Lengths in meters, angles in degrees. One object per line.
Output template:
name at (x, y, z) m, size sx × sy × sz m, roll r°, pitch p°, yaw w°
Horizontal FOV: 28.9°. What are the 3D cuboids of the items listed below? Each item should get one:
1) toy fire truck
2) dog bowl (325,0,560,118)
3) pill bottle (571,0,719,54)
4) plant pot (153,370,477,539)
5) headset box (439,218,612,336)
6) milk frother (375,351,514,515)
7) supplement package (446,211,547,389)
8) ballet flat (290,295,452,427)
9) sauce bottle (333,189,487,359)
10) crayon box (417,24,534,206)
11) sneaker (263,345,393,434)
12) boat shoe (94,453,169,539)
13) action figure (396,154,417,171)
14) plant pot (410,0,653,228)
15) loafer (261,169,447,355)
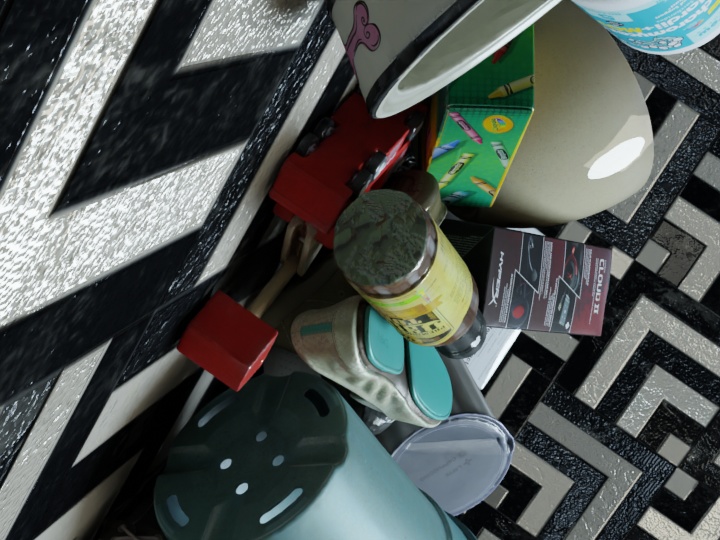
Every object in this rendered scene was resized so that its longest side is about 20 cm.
toy fire truck at (-0.033, -0.029, 0.895) m, size 0.200 × 0.048 × 0.142 m, roll -51°, pitch 172°, yaw -52°
dog bowl at (0.064, -0.160, 0.646) m, size 0.199 × 0.074 × 0.200 m, roll -37°, pitch 178°, yaw -1°
pill bottle at (0.190, -0.206, 0.911) m, size 0.112 × 0.110 × 0.199 m, roll -58°, pitch 155°, yaw 12°
plant pot at (-0.035, 0.189, 0.976) m, size 0.201 × 0.198 × 0.197 m, roll -53°, pitch 131°, yaw -27°
headset box at (0.096, 0.003, 1.105) m, size 0.199 × 0.147 × 0.076 m, roll 7°, pitch 91°, yaw -52°
milk frother at (0.033, 0.144, 1.204) m, size 0.179 × 0.189 × 0.201 m, roll -31°, pitch 132°, yaw 5°
supplement package at (0.088, 0.004, 1.396) m, size 0.157 × 0.110 × 0.200 m, roll -56°, pitch -160°, yaw -2°
ballet flat at (0.008, 0.062, 0.970) m, size 0.200 × 0.061 × 0.068 m, roll 46°, pitch 41°, yaw -60°
sauce bottle at (0.041, 0.012, 0.895) m, size 0.065 × 0.064 × 0.200 m, roll -56°, pitch 153°, yaw -6°
crayon box at (0.074, -0.129, 0.942) m, size 0.200 × 0.057 × 0.121 m, roll 99°, pitch -8°, yaw -75°
sneaker at (-0.028, 0.085, 1.097) m, size 0.080 × 0.074 × 0.200 m, roll -48°, pitch -153°, yaw 2°
boat shoe at (-0.150, 0.181, 1.005) m, size 0.200 × 0.066 × 0.058 m, roll -55°, pitch 160°, yaw -67°
action figure at (0.055, -0.054, 1.235) m, size 0.119 × 0.102 × 0.200 m, roll -47°, pitch -178°, yaw 33°
plant pot at (0.118, -0.113, 1.118) m, size 0.134 × 0.201 × 0.201 m, roll -33°, pitch 166°, yaw -18°
loafer at (0.000, 0.000, 0.990) m, size 0.199 × 0.067 × 0.076 m, roll -37°, pitch -160°, yaw 42°
